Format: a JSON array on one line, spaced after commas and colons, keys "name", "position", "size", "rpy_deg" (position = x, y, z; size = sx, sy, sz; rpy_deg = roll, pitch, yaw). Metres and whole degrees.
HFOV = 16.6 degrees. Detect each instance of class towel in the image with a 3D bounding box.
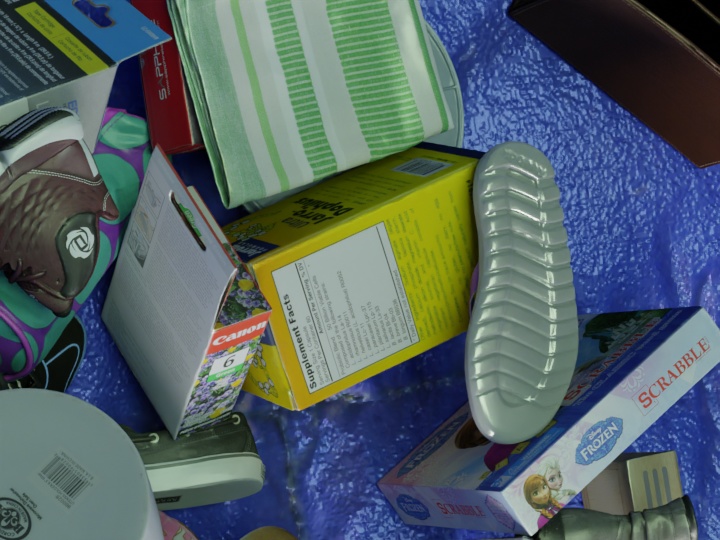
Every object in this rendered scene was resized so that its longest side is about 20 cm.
[{"name": "towel", "position": [-0.031, -0.139, 1.652], "size": [0.200, 0.023, 0.153], "rpy_deg": [-19, 96, -38]}]

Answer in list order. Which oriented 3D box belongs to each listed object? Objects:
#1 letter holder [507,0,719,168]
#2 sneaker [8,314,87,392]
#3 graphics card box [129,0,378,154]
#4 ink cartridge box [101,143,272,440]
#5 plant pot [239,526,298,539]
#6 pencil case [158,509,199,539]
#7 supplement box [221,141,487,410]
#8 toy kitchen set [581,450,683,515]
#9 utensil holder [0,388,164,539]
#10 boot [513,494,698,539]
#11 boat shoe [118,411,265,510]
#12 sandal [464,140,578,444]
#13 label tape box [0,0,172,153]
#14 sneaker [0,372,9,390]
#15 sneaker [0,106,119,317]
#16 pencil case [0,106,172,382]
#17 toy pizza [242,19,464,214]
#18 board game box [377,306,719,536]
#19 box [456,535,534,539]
[{"name": "letter holder", "position": [0.235, -0.180, 1.812], "size": [0.200, 0.142, 0.101], "rpy_deg": [37, 73, -15]}, {"name": "sneaker", "position": [-0.249, 0.097, 1.620], "size": [0.070, 0.078, 0.200], "rpy_deg": [48, 70, -12]}, {"name": "graphics card box", "position": [-0.057, -0.149, 1.679], "size": [0.199, 0.051, 0.126], "rpy_deg": [-7, 87, -39]}, {"name": "ink cartridge box", "position": [-0.109, 0.010, 1.605], "size": [0.050, 0.200, 0.109], "rpy_deg": [-20, 63, -29]}, {"name": "plant pot", "position": [-0.067, 0.271, 1.638], "size": [0.200, 0.027, 0.201], "rpy_deg": [-36, 131, -57]}, {"name": "pencil case", "position": [-0.180, 0.247, 1.635], "size": [0.200, 0.083, 0.086], "rpy_deg": [-39, 64, -21]}, {"name": "supplement box", "position": [0.000, 0.000, 1.683], "size": [0.199, 0.109, 0.109], "rpy_deg": [-24, 108, -24]}, {"name": "toy kitchen set", "position": [0.294, 0.210, 1.791], "size": [0.199, 0.163, 0.181], "rpy_deg": [-9, 89, -23]}, {"name": "utensil holder", "position": [-0.198, 0.187, 1.507], "size": [0.169, 0.200, 0.171], "rpy_deg": [-1, 60, 1]}, {"name": "boot", "position": [0.165, 0.239, 1.722], "size": [0.130, 0.200, 0.068], "rpy_deg": [1, 41, -13]}, {"name": "boat shoe", "position": [-0.163, 0.132, 1.666], "size": [0.199, 0.069, 0.057], "rpy_deg": [-3, 67, -24]}, {"name": "sandal", "position": [0.103, 0.017, 1.650], "size": [0.082, 0.050, 0.204], "rpy_deg": [8, 79, -23]}, {"name": "label tape box", "position": [-0.237, -0.118, 1.604], "size": [0.199, 0.144, 0.063], "rpy_deg": [-22, 127, -23]}, {"name": "sneaker", "position": [-0.325, 0.073, 1.551], "size": [0.199, 0.076, 0.091], "rpy_deg": [15, 60, 16]}, {"name": "sneaker", "position": [-0.232, -0.003, 1.507], "size": [0.200, 0.076, 0.116], "rpy_deg": [-35, 109, -11]}, {"name": "pencil case", "position": [-0.204, -0.022, 1.619], "size": [0.200, 0.085, 0.093], "rpy_deg": [-60, 148, -35]}, {"name": "toy pizza", "position": [-0.019, -0.111, 1.760], "size": [0.199, 0.032, 0.201], "rpy_deg": [2, 84, -24]}, {"name": "board game box", "position": [0.131, 0.103, 1.712], "size": [0.200, 0.199, 0.041], "rpy_deg": [-40, 102, -21]}, {"name": "box", "position": [0.064, 0.253, 1.670], "size": [0.036, 0.200, 0.145], "rpy_deg": [25, 77, -14]}]
